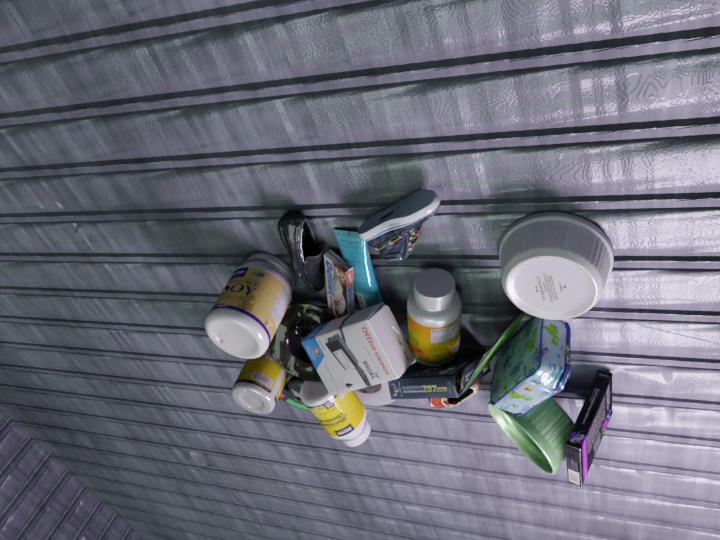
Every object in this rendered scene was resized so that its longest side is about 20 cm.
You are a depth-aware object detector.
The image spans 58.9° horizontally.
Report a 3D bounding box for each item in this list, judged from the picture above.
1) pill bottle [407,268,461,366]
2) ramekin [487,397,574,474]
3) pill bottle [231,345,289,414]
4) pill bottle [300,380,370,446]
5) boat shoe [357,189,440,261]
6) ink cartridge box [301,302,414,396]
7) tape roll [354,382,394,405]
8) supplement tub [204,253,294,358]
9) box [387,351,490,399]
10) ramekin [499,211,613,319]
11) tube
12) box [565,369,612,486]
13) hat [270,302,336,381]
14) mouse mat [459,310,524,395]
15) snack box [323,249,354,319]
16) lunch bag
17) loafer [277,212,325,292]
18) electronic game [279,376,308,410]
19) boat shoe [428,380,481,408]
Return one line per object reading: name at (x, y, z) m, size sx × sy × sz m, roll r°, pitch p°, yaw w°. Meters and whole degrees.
pill bottle at (0.151, 0.095, 1.308) m, size 0.110 × 0.111 × 0.201 m, roll 9°, pitch 136°, yaw 15°
ramekin at (0.383, 0.336, 1.400) m, size 0.200 × 0.098 × 0.200 m, roll 48°, pitch 170°, yaw 12°
pill bottle at (-0.227, 0.239, 1.561) m, size 0.110 × 0.201 × 0.112 m, roll 13°, pitch 137°, yaw 12°
pill bottle at (-0.054, 0.338, 1.553) m, size 0.111 × 0.112 × 0.201 m, roll -10°, pitch 128°, yaw 32°
boat shoe at (0.091, -0.081, 1.193) m, size 0.091 × 0.071 × 0.200 m, roll 43°, pitch 142°, yaw -23°
ink cartridge box at (-0.007, 0.171, 1.365) m, size 0.199 × 0.084 × 0.145 m, roll -23°, pitch 100°, yaw 37°
tape roll at (0.011, 0.245, 1.561) m, size 0.199 × 0.066 × 0.201 m, roll 12°, pitch 137°, yaw 12°
supplement tub at (-0.236, 0.075, 1.396) m, size 0.144 × 0.201 × 0.146 m, roll 12°, pitch 138°, yaw 11°
box at (0.173, 0.225, 1.376) m, size 0.157 × 0.200 × 0.051 m, roll -10°, pitch 92°, yaw 33°
ramekin at (0.344, 0.001, 1.137) m, size 0.201 × 0.095 × 0.203 m, roll 12°, pitch 137°, yaw 12°
tube at (0.000, 0.000, 1.331) m, size 0.077 × 0.051 × 0.201 m, roll 4°, pitch 131°, yaw 28°
box at (0.481, 0.327, 1.333) m, size 0.036 × 0.200 × 0.144 m, roll 16°, pitch 140°, yaw 34°
hat at (-0.118, 0.157, 1.509) m, size 0.199 × 0.081 × 0.202 m, roll 5°, pitch 111°, yaw 13°
mouse mat at (0.269, 0.149, 1.254) m, size 0.008 × 0.200 × 0.161 m, roll 37°, pitch 141°, yaw 17°
snack box at (-0.044, 0.047, 1.385) m, size 0.072 × 0.024 × 0.201 m, roll 39°, pitch 150°, yaw 31°
lunch bag at (0.343, 0.188, 1.283) m, size 0.082 × 0.161 × 0.200 m, roll 23°, pitch 141°, yaw -7°
loafer at (-0.110, -0.032, 1.328) m, size 0.070 × 0.068 × 0.201 m, roll 7°, pitch 133°, yaw 32°
electronic game at (-0.161, 0.320, 1.734) m, size 0.198 × 0.042 × 0.201 m, roll 13°, pitch 138°, yaw 12°
boat shoe at (0.220, 0.290, 1.515) m, size 0.071 × 0.063 × 0.200 m, roll 31°, pitch 139°, yaw -11°
